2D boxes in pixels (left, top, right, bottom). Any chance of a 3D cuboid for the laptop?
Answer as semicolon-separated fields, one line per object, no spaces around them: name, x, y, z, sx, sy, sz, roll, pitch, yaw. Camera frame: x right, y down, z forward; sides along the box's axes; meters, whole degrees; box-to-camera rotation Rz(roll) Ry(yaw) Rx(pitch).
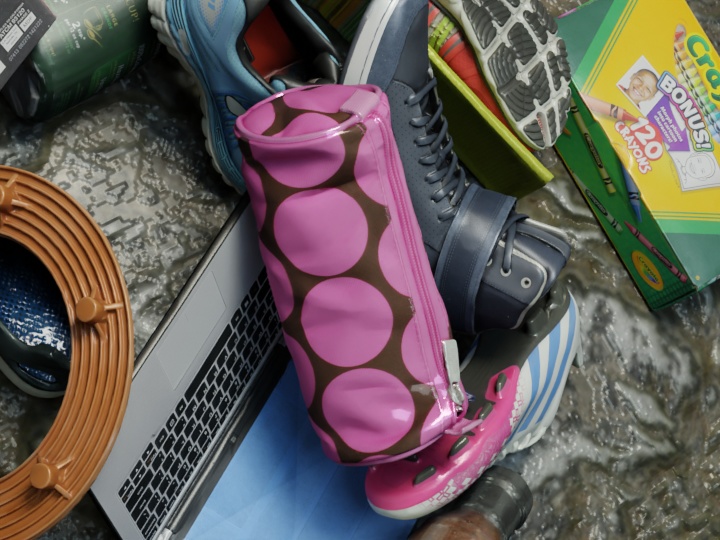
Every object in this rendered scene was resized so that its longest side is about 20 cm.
laptop;-0.040;0.095;0.885;0.115;0.201;0.188;19;61;21

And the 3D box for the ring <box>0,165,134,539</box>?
ring;-0.203;0.045;0.807;0.019;0.199;0.202;21;67;-65

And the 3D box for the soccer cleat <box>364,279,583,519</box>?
soccer cleat;0.078;0.089;0.948;0.200;0.069;0.087;-49;132;-33

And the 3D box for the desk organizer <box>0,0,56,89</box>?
desk organizer;-0.258;-0.086;0.822;0.077;0.072;0.201;27;76;34

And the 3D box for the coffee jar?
coffee jar;-0.132;-0.173;0.945;0.199;0.085;0.105;-28;83;-27

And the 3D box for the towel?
towel;0.036;-0.119;0.999;0.200;0.086;0.018;46;79;-4

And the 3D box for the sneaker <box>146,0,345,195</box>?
sneaker;-0.047;-0.097;0.915;0.079;0.090;0.200;-52;138;-20

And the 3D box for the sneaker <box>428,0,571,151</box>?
sneaker;0.060;-0.159;1.022;0.077;0.085;0.201;-36;92;-39

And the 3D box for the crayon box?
crayon box;0.200;-0.090;1.072;0.118;0.058;0.201;-29;86;-27

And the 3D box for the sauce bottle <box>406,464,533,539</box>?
sauce bottle;0.042;0.182;0.891;0.066;0.066;0.200;49;40;-1

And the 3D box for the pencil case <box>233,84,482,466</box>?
pencil case;0.000;0.000;0.852;0.091;0.093;0.201;-32;112;-40

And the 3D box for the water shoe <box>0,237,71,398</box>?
water shoe;-0.206;-0.024;0.870;0.071;0.079;0.200;-40;91;-28

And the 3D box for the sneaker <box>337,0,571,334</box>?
sneaker;0.056;-0.057;0.907;0.145;0.204;0.077;18;31;16
